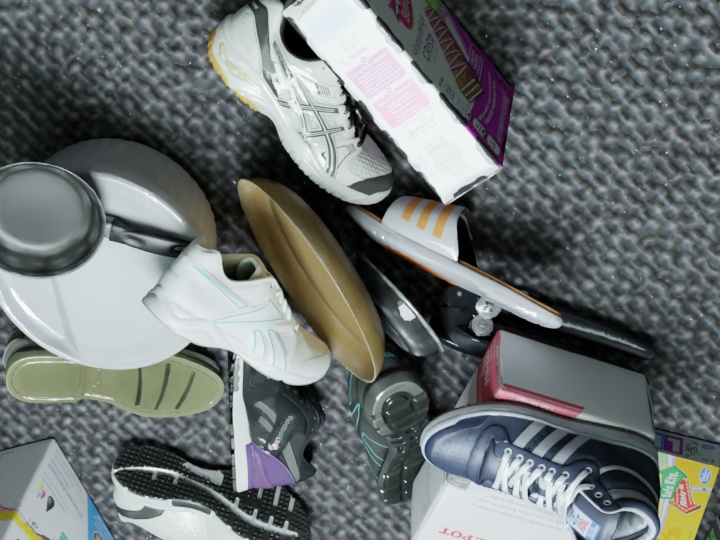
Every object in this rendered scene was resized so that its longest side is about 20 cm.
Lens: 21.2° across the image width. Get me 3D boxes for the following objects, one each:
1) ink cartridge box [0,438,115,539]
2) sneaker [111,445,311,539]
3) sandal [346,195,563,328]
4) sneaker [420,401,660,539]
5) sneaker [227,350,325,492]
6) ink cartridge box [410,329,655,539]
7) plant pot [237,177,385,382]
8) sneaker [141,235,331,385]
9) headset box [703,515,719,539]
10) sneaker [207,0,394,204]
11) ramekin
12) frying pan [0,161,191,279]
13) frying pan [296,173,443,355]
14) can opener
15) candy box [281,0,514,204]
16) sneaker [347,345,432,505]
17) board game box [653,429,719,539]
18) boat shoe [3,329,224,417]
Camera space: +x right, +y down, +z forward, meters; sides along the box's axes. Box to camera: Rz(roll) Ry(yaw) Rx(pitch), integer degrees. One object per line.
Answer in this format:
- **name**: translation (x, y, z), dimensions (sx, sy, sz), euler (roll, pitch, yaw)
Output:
- **ink cartridge box**: translation (-0.345, 0.289, 1.814), dimensions (0.145, 0.200, 0.147), euler (-16, 118, 20)
- **sneaker**: translation (-0.142, 0.229, 1.823), dimensions (0.199, 0.074, 0.080), euler (21, 139, 3)
- **sandal**: translation (0.087, -0.018, 1.600), dimensions (0.206, 0.079, 0.059), euler (27, 86, 16)
- **sneaker**: translation (0.147, 0.171, 1.529), dimensions (0.199, 0.109, 0.070), euler (9, 127, -6)
- **sneaker**: translation (-0.076, 0.110, 1.734), dimensions (0.087, 0.076, 0.201), euler (-2, 127, -4)
- **ink cartridge box**: translation (0.144, 0.164, 1.647), dimensions (0.145, 0.085, 0.201), euler (17, 126, -12)
- **plant pot**: translation (-0.036, 0.002, 1.596), dimensions (0.027, 0.200, 0.201), euler (-33, 116, -12)
- **sneaker**: translation (-0.086, 0.036, 1.598), dimensions (0.200, 0.070, 0.080), euler (27, 98, -44)
- **headset box**: translation (0.376, 0.325, 1.737), dimensions (0.173, 0.093, 0.201), euler (12, 125, -12)
- **sneaker**: translation (-0.031, -0.138, 1.552), dimensions (0.088, 0.076, 0.200), euler (-36, 112, 24)
- **ramekin**: translation (-0.215, -0.022, 1.652), dimensions (0.201, 0.094, 0.203), euler (5, 123, 8)
- **frying pan**: translation (-0.227, -0.049, 1.561), dimensions (0.189, 0.031, 0.115), euler (-9, 126, 2)
- **frying pan**: translation (0.009, 0.008, 1.607), dimensions (0.031, 0.115, 0.190), euler (-43, 131, -6)
- **can opener**: translation (0.159, 0.054, 1.655), dimensions (0.199, 0.079, 0.064), euler (12, 85, 0)
- **candy box**: translation (0.034, -0.168, 1.482), dimensions (0.061, 0.137, 0.200), euler (-33, 112, 26)
- **sneaker**: translation (0.032, 0.134, 1.722), dimensions (0.075, 0.079, 0.201), euler (-23, 141, -13)
- **board game box**: translation (0.238, 0.230, 1.757), dimensions (0.134, 0.034, 0.201), euler (13, 124, 3)
- **boat shoe**: translation (-0.222, 0.082, 1.735), dimensions (0.199, 0.069, 0.075), euler (9, 121, -19)
